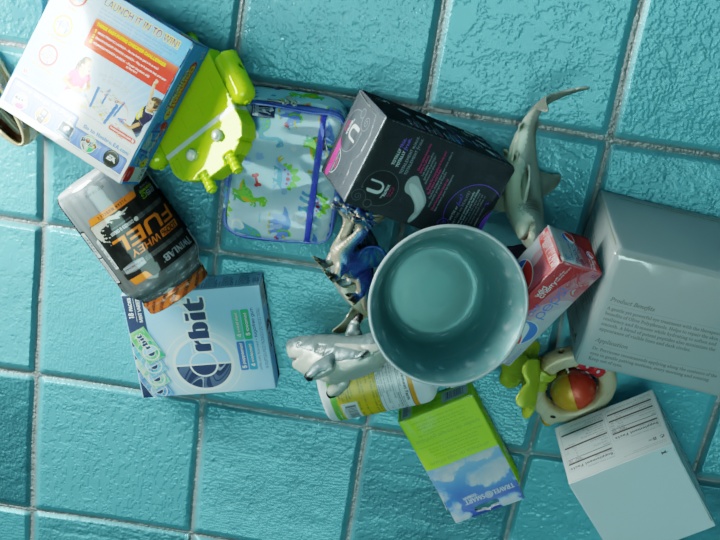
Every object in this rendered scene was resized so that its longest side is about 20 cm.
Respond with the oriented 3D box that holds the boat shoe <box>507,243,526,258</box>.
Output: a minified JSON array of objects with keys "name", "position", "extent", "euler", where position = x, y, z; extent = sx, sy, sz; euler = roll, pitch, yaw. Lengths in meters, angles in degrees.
[{"name":"boat shoe","position":[0.165,0.029,1.570],"extent":[0.199,0.093,0.075],"euler":[-15,140,4]}]

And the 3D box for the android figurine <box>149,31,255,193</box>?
[{"name":"android figurine","position":[-0.207,-0.195,1.453],"extent":[0.182,0.041,0.200],"euler":[-31,74,25]}]

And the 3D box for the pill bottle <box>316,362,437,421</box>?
[{"name":"pill bottle","position":[0.044,0.140,1.622],"extent":[0.199,0.111,0.111],"euler":[-13,114,8]}]

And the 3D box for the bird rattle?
[{"name":"bird rattle","position":[0.301,0.144,1.640],"extent":[0.200,0.113,0.163],"euler":[-23,125,0]}]

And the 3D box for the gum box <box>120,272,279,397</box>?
[{"name":"gum box","position":[-0.228,0.095,1.651],"extent":[0.199,0.045,0.170],"euler":[-4,115,6]}]

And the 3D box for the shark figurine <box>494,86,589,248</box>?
[{"name":"shark figurine","position":[0.234,-0.140,1.504],"extent":[0.089,0.128,0.215],"euler":[0,105,-25]}]

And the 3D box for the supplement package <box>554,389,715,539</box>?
[{"name":"supplement package","position":[0.395,0.299,1.658],"extent":[0.155,0.111,0.200],"euler":[-25,124,14]}]

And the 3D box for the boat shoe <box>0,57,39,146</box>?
[{"name":"boat shoe","position":[-0.492,-0.244,1.485],"extent":[0.072,0.076,0.200],"euler":[-38,108,19]}]

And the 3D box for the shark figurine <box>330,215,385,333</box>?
[{"name":"shark figurine","position":[-0.017,-0.006,1.571],"extent":[0.128,0.090,0.215],"euler":[-31,131,-8]}]

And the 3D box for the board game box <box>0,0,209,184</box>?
[{"name":"board game box","position":[-0.320,-0.241,1.430],"extent":[0.200,0.056,0.196],"euler":[32,100,11]}]

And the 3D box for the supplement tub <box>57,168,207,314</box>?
[{"name":"supplement tub","position":[-0.299,-0.049,1.534],"extent":[0.122,0.123,0.200],"euler":[-31,105,16]}]

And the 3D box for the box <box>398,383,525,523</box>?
[{"name":"box","position":[0.152,0.272,1.714],"extent":[0.122,0.048,0.200],"euler":[-23,112,14]}]

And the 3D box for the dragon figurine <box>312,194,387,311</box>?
[{"name":"dragon figurine","position":[0.006,-0.013,1.480],"extent":[0.099,0.059,0.200],"euler":[-39,134,1]}]

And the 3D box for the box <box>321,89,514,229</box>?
[{"name":"box","position":[0.072,-0.129,1.458],"extent":[0.200,0.106,0.122],"euler":[18,110,-28]}]

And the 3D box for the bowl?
[{"name":"bowl","position":[0.099,0.033,1.433],"extent":[0.200,0.105,0.201],"euler":[-2,102,-9]}]

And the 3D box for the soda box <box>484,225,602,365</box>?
[{"name":"soda box","position":[0.215,0.035,1.469],"extent":[0.070,0.064,0.200],"euler":[16,133,-28]}]

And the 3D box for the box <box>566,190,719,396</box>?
[{"name":"box","position":[0.388,0.025,1.501],"extent":[0.198,0.200,0.172],"euler":[13,118,-2]}]

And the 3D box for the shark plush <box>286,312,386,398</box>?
[{"name":"shark plush","position":[-0.006,0.093,1.530],"extent":[0.200,0.083,0.091],"euler":[-29,148,22]}]

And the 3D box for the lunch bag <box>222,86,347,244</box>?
[{"name":"lunch bag","position":[-0.096,-0.136,1.516],"extent":[0.160,0.083,0.200],"euler":[9,117,-5]}]
